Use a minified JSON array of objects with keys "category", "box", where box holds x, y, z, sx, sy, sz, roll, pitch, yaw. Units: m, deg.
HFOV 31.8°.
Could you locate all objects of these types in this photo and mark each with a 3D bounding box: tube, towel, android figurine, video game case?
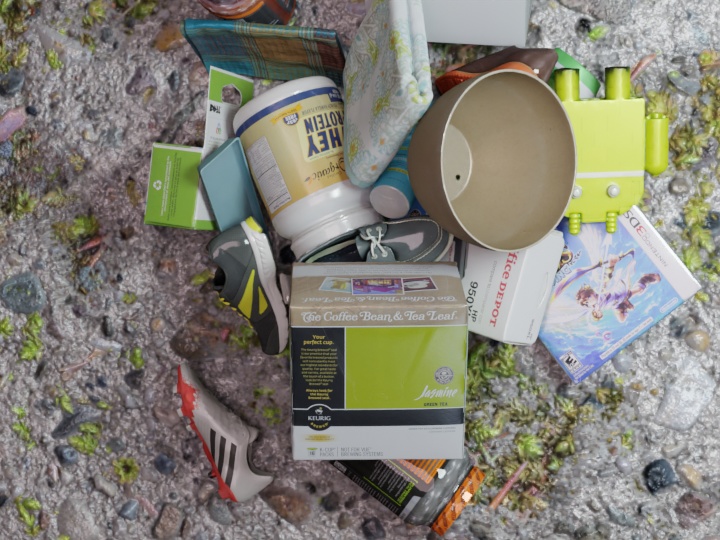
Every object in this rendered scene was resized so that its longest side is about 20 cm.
[{"category":"tube","box":[0.068,-0.146,1.563,0.077,0.201,0.051,22,138,6]},{"category":"towel","box":[-0.117,-0.274,1.598,0.199,0.147,0.022,7,76,10]},{"category":"android figurine","box":[0.278,-0.142,1.513,0.181,0.041,0.202,0,101,-1]},{"category":"video game case","box":[0.291,0.011,1.578,0.200,0.045,0.182,-39,84,10]},{"category":"towel","box":[0.026,-0.223,1.489,0.048,0.171,0.201,8,55,-20]}]

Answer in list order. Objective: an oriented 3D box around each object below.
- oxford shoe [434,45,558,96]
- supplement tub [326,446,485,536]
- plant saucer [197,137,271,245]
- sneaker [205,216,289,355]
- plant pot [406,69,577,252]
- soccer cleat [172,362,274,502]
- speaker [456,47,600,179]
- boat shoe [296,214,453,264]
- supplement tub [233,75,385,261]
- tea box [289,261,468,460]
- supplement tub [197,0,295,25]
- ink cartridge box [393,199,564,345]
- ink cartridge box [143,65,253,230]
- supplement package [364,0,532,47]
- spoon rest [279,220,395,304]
[{"category":"oxford shoe","box":[0.167,-0.233,1.547,0.073,0.200,0.071,-45,115,-22]},{"category":"supplement tub","box":[0.051,0.236,1.595,0.200,0.123,0.123,37,98,7]},{"category":"plant saucer","box":[-0.159,-0.079,1.595,0.019,0.201,0.070,28,60,31]},{"category":"sneaker","box":[-0.146,0.025,1.617,0.084,0.075,0.201,-17,120,-9]},{"category":"plant pot","box":[0.130,-0.124,1.444,0.199,0.134,0.202,-3,95,-34]},{"category":"soccer cleat","box":[-0.182,0.208,1.672,0.085,0.069,0.201,-23,91,2]},{"category":"speaker","box":[0.205,-0.176,1.568,0.088,0.088,0.200,41,99,7]},{"category":"boat shoe","box":[0.013,-0.019,1.500,0.199,0.062,0.073,-18,74,21]},{"category":"supplement tub","box":[-0.062,-0.126,1.586,0.144,0.144,0.201,-25,84,11]},{"category":"tea box","box":[0.018,0.102,1.455,0.198,0.134,0.198,0,113,-2]},{"category":"supplement tub","box":[-0.149,-0.358,1.569,0.106,0.200,0.108,0,88,9]},{"category":"ink cartridge box","box":[0.132,-0.005,1.553,0.199,0.084,0.146,18,96,35]},{"category":"ink cartridge box","box":[-0.202,-0.154,1.615,0.075,0.148,0.202,7,93,18]},{"category":"supplement package","box":[0.108,-0.369,1.528,0.199,0.156,0.111,6,51,11]},{"category":"spoon rest","box":[0.000,0.000,1.571,0.199,0.061,0.100,-15,77,21]}]
